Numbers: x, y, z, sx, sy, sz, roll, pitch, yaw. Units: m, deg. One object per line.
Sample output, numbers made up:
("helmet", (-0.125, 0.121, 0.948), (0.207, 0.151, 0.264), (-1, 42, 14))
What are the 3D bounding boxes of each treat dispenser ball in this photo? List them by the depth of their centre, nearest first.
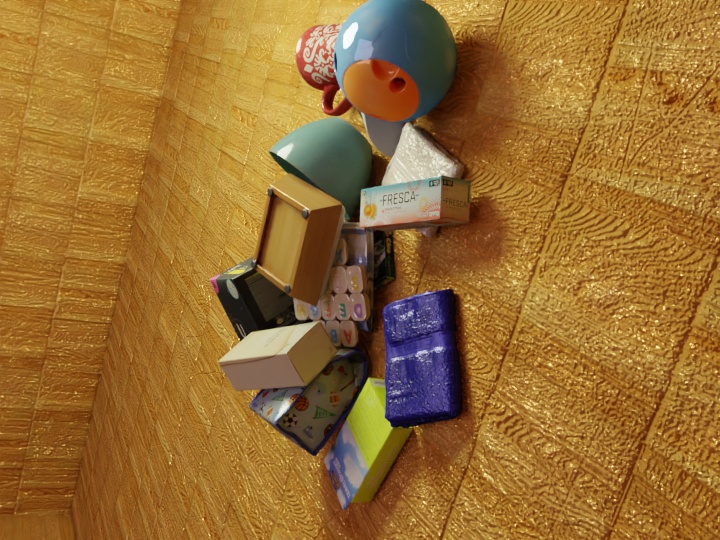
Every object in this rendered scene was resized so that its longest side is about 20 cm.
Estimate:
("treat dispenser ball", (0.057, -0.342, 1.199), (0.201, 0.201, 0.201), (-26, 60, 56))

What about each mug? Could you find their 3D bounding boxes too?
("mug", (-0.017, -0.408, 1.457), (0.200, 0.133, 0.178), (14, 129, 57))

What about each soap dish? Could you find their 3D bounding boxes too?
("soap dish", (-0.117, -0.056, 1.332), (0.157, 0.081, 0.200), (34, 118, 40))

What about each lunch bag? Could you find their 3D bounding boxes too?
("lunch bag", (-0.083, 0.219, 1.359), (0.200, 0.124, 0.170), (-53, 23, -16))

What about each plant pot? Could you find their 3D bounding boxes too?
("plant pot", (-0.055, -0.211, 1.404), (0.135, 0.200, 0.200), (-51, 31, -4))

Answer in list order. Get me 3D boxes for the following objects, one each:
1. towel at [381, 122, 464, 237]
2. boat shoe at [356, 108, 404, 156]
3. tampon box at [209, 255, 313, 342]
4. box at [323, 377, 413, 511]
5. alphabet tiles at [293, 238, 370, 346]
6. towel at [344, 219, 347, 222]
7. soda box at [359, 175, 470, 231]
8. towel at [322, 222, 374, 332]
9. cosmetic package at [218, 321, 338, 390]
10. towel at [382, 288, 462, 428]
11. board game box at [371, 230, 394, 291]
("towel", (0.099, -0.158, 1.243), (0.200, 0.034, 0.133), (54, 129, 52))
("boat shoe", (0.025, -0.300, 1.331), (0.057, 0.069, 0.200), (-81, -34, -81))
("tampon box", (-0.192, 0.077, 1.506), (0.150, 0.126, 0.200), (-4, 113, 61))
("box", (0.009, 0.297, 1.254), (0.200, 0.048, 0.122), (-64, 33, 26))
("alphabet tiles", (-0.059, 0.042, 1.349), (0.200, 0.015, 0.196), (-3, 95, 46))
("towel", (-0.100, -0.070, 1.442), (0.200, 0.034, 0.133), (36, 116, 34))
("soda box", (0.082, -0.103, 1.166), (0.200, 0.064, 0.068), (-1, 85, 53))
("towel", (-0.034, 0.009, 1.348), (0.147, 0.024, 0.200), (6, 100, 41))
("cosmetic package", (-0.151, 0.157, 1.329), (0.200, 0.104, 0.073), (-14, 111, 43))
("towel", (0.088, 0.135, 1.139), (0.148, 0.050, 0.200), (-25, 60, 45))
("board game box", (0.000, 0.000, 1.384), (0.200, 0.023, 0.105), (-32, 57, 53))
